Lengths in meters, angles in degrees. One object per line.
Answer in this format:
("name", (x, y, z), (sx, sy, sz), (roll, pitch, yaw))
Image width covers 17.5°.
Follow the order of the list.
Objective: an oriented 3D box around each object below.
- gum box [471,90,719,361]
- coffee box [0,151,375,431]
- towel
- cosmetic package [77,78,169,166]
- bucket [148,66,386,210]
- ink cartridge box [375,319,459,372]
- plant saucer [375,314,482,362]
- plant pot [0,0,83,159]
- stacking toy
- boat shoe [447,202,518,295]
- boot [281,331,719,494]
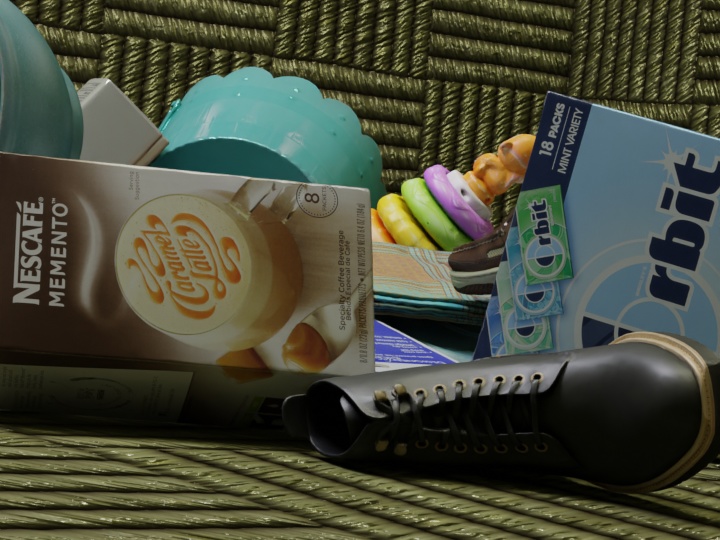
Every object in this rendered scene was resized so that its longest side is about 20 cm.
("gum box", (0.182, 0.004, 1.350), (0.199, 0.170, 0.045), (17, 6, 21))
("coffee box", (-0.098, 0.014, 1.216), (0.199, 0.115, 0.080), (5, -25, -14))
("towel", (0.000, 0.000, 1.563), (0.199, 0.022, 0.147), (7, 16, -19))
("cosmetic package", (-0.249, -0.056, 1.807), (0.073, 0.200, 0.104), (46, -6, -13))
("bucket", (-0.089, -0.049, 1.884), (0.206, 0.208, 0.135), (6, 25, 11))
("ink cartridge box", (-0.046, 0.056, 1.401), (0.197, 0.047, 0.200), (5, 11, -29))
("plant saucer", (0.079, 0.043, 1.580), (0.199, 0.028, 0.200), (10, 20, -4))
("plant pot", (-0.266, -0.095, 1.518), (0.200, 0.201, 0.134), (7, -2, 32))
("stacking toy", (0.057, -0.034, 1.731), (0.116, 0.200, 0.110), (37, 16, -46))
("boat shoe", (0.129, -0.032, 1.468), (0.075, 0.075, 0.202), (-14, 2, -42))
("boot", (0.067, 0.072, 1.113), (0.138, 0.078, 0.200), (0, -8, -31))
